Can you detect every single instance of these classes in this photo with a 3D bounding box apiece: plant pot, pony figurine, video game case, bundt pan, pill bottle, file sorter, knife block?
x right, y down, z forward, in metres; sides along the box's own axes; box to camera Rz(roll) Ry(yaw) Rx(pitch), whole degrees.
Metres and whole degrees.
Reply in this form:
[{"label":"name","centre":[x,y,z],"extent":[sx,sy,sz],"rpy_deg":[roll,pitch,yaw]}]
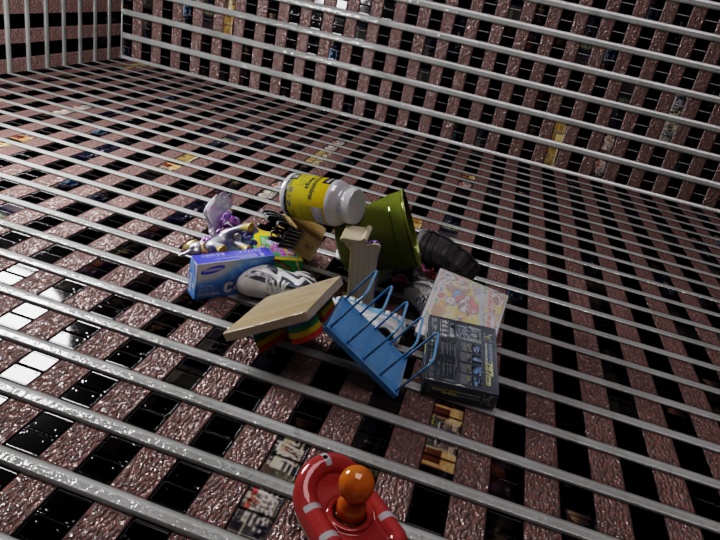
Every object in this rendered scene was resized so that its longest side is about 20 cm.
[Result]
[{"label":"plant pot","centre":[0.039,-0.085,1.584],"extent":[0.190,0.203,0.201],"rpy_deg":[-13,23,10]},{"label":"pony figurine","centre":[-0.344,-0.084,1.572],"extent":[0.198,0.168,0.193],"rpy_deg":[8,42,43]},{"label":"video game case","centre":[0.240,0.105,1.473],"extent":[0.179,0.023,0.202],"rpy_deg":[22,54,7]},{"label":"bundt pan","centre":[0.223,-0.021,1.697],"extent":[0.200,0.076,0.202],"rpy_deg":[34,-11,7]},{"label":"pill bottle","centre":[-0.091,-0.171,1.534],"extent":[0.197,0.114,0.112],"rpy_deg":[13,23,28]},{"label":"file sorter","centre":[0.049,0.120,1.261],"extent":[0.200,0.123,0.139],"rpy_deg":[44,24,-7]},{"label":"knife block","centre":[-0.181,-0.107,1.617],"extent":[0.174,0.064,0.200],"rpy_deg":[35,16,-9]}]

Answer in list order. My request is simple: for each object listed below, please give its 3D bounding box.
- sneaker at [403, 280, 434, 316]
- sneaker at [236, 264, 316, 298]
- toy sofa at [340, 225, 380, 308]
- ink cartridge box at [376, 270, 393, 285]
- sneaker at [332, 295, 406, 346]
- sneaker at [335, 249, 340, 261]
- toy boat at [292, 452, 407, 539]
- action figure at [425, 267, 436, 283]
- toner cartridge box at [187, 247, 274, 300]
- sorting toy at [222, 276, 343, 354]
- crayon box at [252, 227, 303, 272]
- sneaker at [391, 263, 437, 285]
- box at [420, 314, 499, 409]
[{"label":"sneaker","centre":[0.175,0.093,1.527],"extent":[0.199,0.078,0.085],"rpy_deg":[32,38,31]},{"label":"sneaker","centre":[-0.181,0.049,1.453],"extent":[0.196,0.081,0.129],"rpy_deg":[10,15,-28]},{"label":"toy sofa","centre":[0.000,0.000,1.493],"extent":[0.096,0.203,0.083],"rpy_deg":[7,26,7]},{"label":"ink cartridge box","centre":[0.060,-0.036,1.747],"extent":[0.116,0.068,0.199],"rpy_deg":[27,31,27]},{"label":"sneaker","centre":[0.004,0.120,1.406],"extent":[0.196,0.076,0.087],"rpy_deg":[14,31,4]},{"label":"sneaker","centre":[-0.009,-0.104,1.795],"extent":[0.082,0.123,0.200],"rpy_deg":[17,26,11]},{"label":"toy boat","centre":[-0.013,0.332,0.890],"extent":[0.129,0.133,0.200],"rpy_deg":[-5,30,-33]},{"label":"action figure","centre":[0.261,0.059,1.572],"extent":[0.198,0.099,0.066],"rpy_deg":[34,56,-3]},{"label":"toner cartridge box","centre":[-0.301,0.006,1.471],"extent":[0.198,0.096,0.043],"rpy_deg":[-9,34,-37]},{"label":"sorting toy","centre":[-0.146,0.100,1.291],"extent":[0.197,0.071,0.199],"rpy_deg":[-16,14,23]},{"label":"crayon box","centre":[-0.226,-0.048,1.656],"extent":[0.117,0.059,0.201],"rpy_deg":[3,27,-17]},{"label":"sneaker","centre":[0.167,0.040,1.659],"extent":[0.198,0.079,0.096],"rpy_deg":[33,67,15]},{"label":"box","centre":[0.212,0.190,1.335],"extent":[0.155,0.052,0.201],"rpy_deg":[11,38,1]}]
